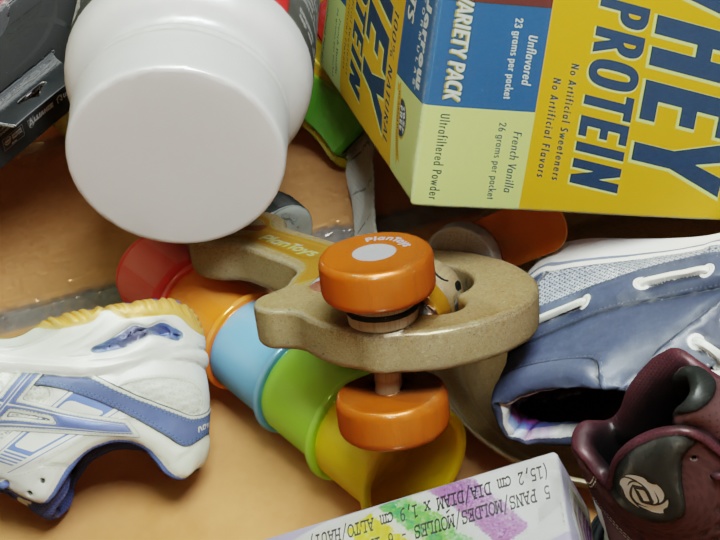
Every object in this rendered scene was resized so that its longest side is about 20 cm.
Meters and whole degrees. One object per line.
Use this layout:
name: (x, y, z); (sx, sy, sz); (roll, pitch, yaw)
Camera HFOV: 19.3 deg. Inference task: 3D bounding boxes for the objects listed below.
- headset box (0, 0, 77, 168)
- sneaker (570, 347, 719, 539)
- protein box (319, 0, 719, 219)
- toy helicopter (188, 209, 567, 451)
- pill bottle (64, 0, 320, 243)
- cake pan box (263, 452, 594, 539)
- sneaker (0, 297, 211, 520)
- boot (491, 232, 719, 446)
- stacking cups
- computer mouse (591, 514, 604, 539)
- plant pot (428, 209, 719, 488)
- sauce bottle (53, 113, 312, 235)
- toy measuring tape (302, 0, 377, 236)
headset box: (-0.230, -0.102, 1.042); (0.199, 0.077, 0.149); (12, 42, 31)
sneaker: (0.165, 0.077, 0.771); (0.199, 0.116, 0.076); (-7, 44, 30)
protein box: (0.102, -0.121, 0.959); (0.198, 0.135, 0.200); (2, 21, -14)
toy helicopter: (0.000, 0.000, 0.925); (0.132, 0.079, 0.200); (-24, 27, -34)
pill bottle: (-0.076, -0.113, 0.980); (0.113, 0.114, 0.200); (-5, 40, 6)
cake pan box: (0.009, 0.176, 0.806); (0.199, 0.052, 0.185); (-17, 47, 14)
sneaker: (-0.164, 0.071, 0.942); (0.199, 0.075, 0.089); (-10, 85, 3)
boot: (0.154, 0.030, 0.878); (0.199, 0.073, 0.090); (-9, 38, 28)
stacking cups: (-0.038, 0.044, 0.972); (0.060, 0.061, 0.200); (-36, 45, -22)
computer mouse: (0.150, 0.162, 0.820); (0.200, 0.046, 0.140); (23, 54, 29)
plant pot: (0.128, 0.027, 0.968); (0.199, 0.028, 0.201); (-6, 45, 6)
sauce bottle: (-0.100, -0.064, 1.074); (0.065, 0.065, 0.200); (-33, 49, -19)
toy measuring tape: (-0.022, -0.082, 1.068); (0.073, 0.074, 0.200); (-6, 46, 6)
